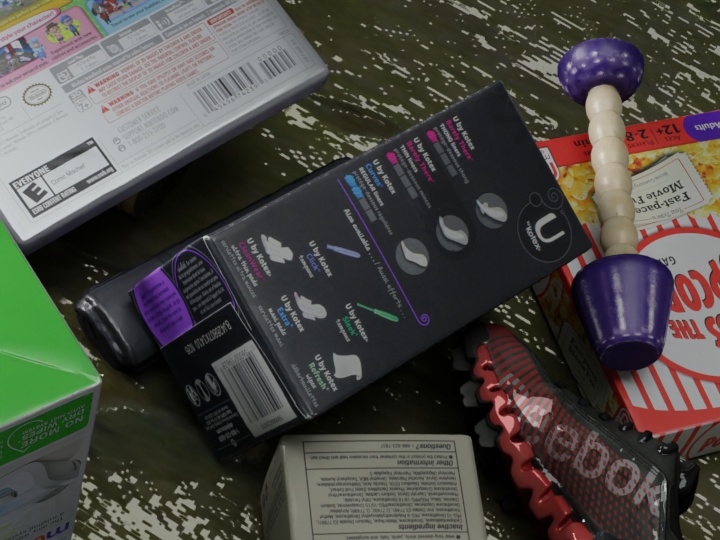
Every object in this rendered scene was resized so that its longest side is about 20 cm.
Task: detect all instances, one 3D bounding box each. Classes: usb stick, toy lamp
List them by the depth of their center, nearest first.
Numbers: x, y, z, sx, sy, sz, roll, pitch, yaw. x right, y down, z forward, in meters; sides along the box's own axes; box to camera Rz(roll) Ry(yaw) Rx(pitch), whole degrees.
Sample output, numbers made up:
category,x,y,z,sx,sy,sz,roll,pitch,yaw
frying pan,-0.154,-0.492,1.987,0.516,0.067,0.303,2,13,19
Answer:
category,x,y,z,sx,sy,sz,roll,pitch,yaw
usb stick,-0.066,-0.005,1.110,0.200,0.033,0.055,-29,70,-30
toy lamp,0.140,-0.036,1.115,0.058,0.058,0.200,7,53,-10

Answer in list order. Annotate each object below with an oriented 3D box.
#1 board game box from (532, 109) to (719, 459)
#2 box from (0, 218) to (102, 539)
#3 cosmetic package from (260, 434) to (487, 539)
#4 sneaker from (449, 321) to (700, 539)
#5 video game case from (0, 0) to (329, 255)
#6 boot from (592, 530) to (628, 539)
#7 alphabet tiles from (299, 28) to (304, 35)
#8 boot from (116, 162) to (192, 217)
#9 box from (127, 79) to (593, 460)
category,x,y,z,sx,sy,sz,roll,pitch,yaw
board game box,0.180,0.008,1.156,0.151,0.046,0.200,-12,60,-21
box,-0.215,0.037,0.954,0.097,0.177,0.200,-24,66,-27
cosmetic package,0.012,0.183,0.979,0.105,0.071,0.200,2,56,-12
sneaker,0.120,0.104,1.049,0.098,0.071,0.201,-28,67,-4
video game case,-0.147,-0.127,1.065,0.200,0.022,0.182,-32,78,-24
boot,0.160,0.207,0.931,0.162,0.198,0.073,23,57,9
alphabet tiles,-0.133,-0.160,1.147,0.166,0.006,0.200,39,42,18
boot,-0.174,-0.129,1.150,0.200,0.066,0.175,26,42,3
box,0.000,0.000,1.051,0.200,0.122,0.106,-30,90,-29
